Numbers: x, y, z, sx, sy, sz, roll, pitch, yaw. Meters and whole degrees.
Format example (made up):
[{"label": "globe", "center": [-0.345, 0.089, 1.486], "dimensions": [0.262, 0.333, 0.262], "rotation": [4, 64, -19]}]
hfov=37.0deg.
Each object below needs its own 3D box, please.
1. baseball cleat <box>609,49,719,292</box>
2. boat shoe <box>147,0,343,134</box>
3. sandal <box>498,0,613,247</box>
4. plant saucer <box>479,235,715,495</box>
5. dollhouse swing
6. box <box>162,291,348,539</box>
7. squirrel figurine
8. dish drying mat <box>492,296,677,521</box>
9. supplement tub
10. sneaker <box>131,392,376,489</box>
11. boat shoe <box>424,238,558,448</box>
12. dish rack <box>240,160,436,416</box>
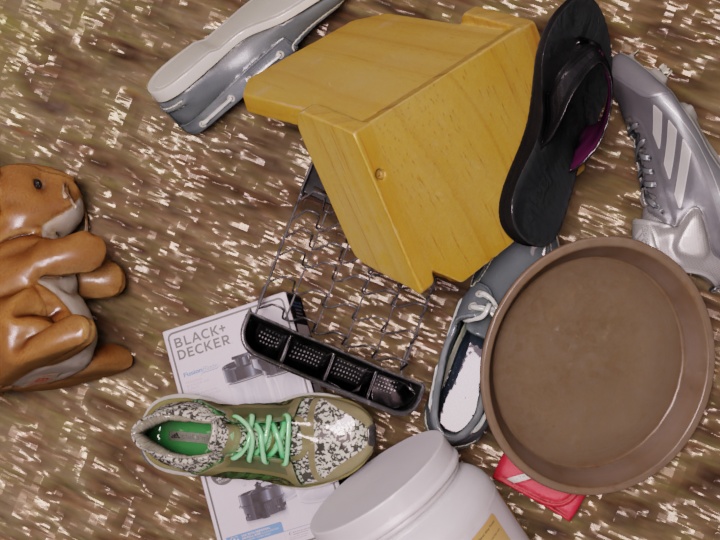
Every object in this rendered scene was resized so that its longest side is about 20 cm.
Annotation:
[{"label": "baseball cleat", "center": [0.240, -0.075, 0.859], "dimensions": [0.106, 0.070, 0.201], "rotation": [-37, 79, 4]}, {"label": "boat shoe", "center": [-0.089, -0.192, 0.941], "dimensions": [0.199, 0.073, 0.062], "rotation": [-34, 124, -2]}, {"label": "sandal", "center": [0.163, -0.114, 0.826], "dimensions": [0.048, 0.075, 0.203], "rotation": [3, 75, 54]}, {"label": "plant saucer", "center": [0.183, 0.073, 0.839], "dimensions": [0.197, 0.029, 0.204], "rotation": [-2, 98, -13]}, {"label": "dollhouse swing", "center": [0.034, -0.104, 0.868], "dimensions": [0.199, 0.175, 0.184], "rotation": [-36, 112, -30]}, {"label": "box", "center": [-0.082, 0.131, 0.900], "dimensions": [0.115, 0.060, 0.203], "rotation": [-16, 82, 8]}, {"label": "squirrel figurine", "center": [-0.304, 0.007, 0.914], "dimensions": [0.197, 0.142, 0.189], "rotation": [-18, 76, 5]}, {"label": "dish drying mat", "center": [0.185, 0.097, 0.879], "dimensions": [0.076, 0.018, 0.202], "rotation": [27, 90, 12]}, {"label": "supplement tub", "center": [0.066, 0.238, 0.804], "dimensions": [0.144, 0.145, 0.201], "rotation": [-34, 94, 5]}, {"label": "sneaker", "center": [-0.087, 0.132, 0.824], "dimensions": [0.197, 0.089, 0.078], "rotation": [-3, 84, 9]}, {"label": "boat shoe", "center": [0.108, 0.049, 0.866], "dimensions": [0.072, 0.062, 0.202], "rotation": [25, 90, 10]}, {"label": "dish rack", "center": [0.000, 0.000, 0.867], "dimensions": [0.152, 0.055, 0.203], "rotation": [23, 76, -11]}]
